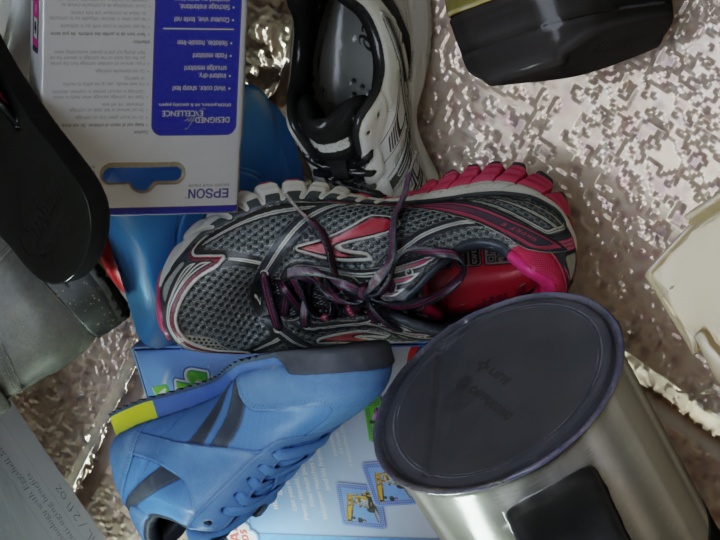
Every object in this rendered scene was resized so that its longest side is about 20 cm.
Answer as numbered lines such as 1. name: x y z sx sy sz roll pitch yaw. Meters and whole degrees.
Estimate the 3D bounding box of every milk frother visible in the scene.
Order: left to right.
1. milk frother: 0.143 0.100 0.809 0.189 0.200 0.180 57 168 -31

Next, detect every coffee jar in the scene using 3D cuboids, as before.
1. coffee jar: 0.074 -0.186 0.847 0.085 0.104 0.202 -13 91 43

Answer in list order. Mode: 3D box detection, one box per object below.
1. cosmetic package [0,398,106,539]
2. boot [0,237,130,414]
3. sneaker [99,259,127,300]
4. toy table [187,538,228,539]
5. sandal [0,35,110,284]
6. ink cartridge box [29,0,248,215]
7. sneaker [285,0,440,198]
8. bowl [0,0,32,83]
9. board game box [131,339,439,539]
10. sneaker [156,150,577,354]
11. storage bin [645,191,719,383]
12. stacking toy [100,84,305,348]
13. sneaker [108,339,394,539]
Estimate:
1. cosmetic package: -0.252 0.159 0.972 0.122 0.200 0.200 -18 113 34
2. boot: -0.214 -0.011 0.901 0.130 0.068 0.200 -38 74 -3
3. sneaker: -0.199 0.033 1.043 0.198 0.071 0.100 5 102 32
4. toy table: -0.076 0.221 0.903 0.117 0.200 0.184 42 118 -7
5. sandal: -0.180 -0.072 0.830 0.200 0.045 0.075 48 128 28
6. ink cartridge box: -0.098 -0.125 0.837 0.037 0.094 0.202 -147 57 -65
7. sneaker: -0.006 -0.055 0.918 0.075 0.088 0.202 -4 97 25
8. bowl: -0.128 -0.172 0.936 0.089 0.201 0.203 10 106 -17
9. board game box: -0.007 0.097 0.947 0.198 0.037 0.153 -3 114 26
10. sneaker: 0.000 0.000 0.866 0.198 0.075 0.081 -12 118 9
11. storage bin: 0.236 -0.027 0.734 0.198 0.200 0.094 -35 80 27
12. stacking toy: -0.128 -0.059 0.981 0.199 0.109 0.117 31 144 42
13. sneaker: -0.047 0.083 0.869 0.199 0.066 0.079 -24 72 48
